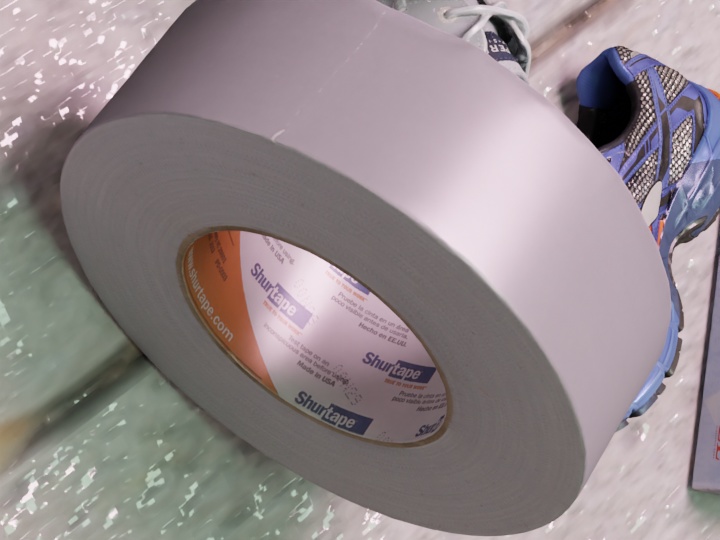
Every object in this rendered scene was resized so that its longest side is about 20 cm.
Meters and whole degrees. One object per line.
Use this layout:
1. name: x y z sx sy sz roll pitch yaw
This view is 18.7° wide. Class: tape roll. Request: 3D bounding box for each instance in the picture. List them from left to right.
1. tape roll: 0.000 0.000 0.725 0.200 0.200 0.066 53 56 -27

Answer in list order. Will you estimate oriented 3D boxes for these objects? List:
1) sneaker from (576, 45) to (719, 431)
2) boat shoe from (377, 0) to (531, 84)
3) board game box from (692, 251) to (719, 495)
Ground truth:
1. sneaker: 0.093 -0.009 0.907 0.078 0.075 0.200 39 56 -25
2. boat shoe: 0.038 -0.074 0.848 0.070 0.071 0.201 -14 96 -41
3. board game box: 0.248 0.024 1.055 0.199 0.041 0.201 16 78 -41
